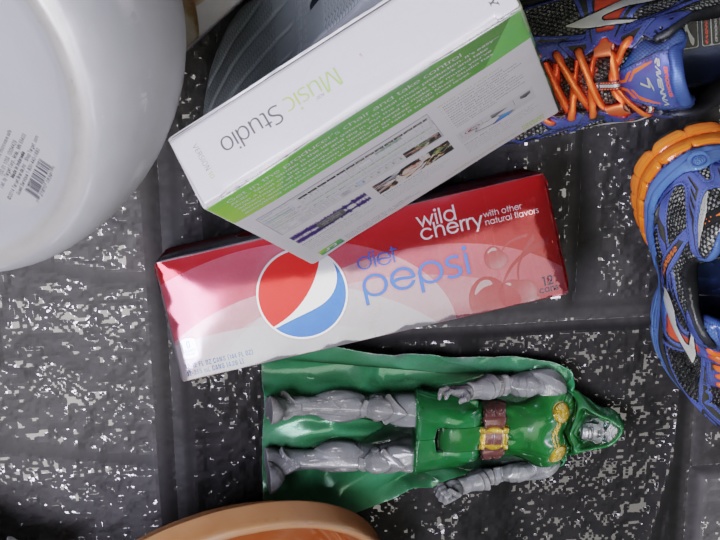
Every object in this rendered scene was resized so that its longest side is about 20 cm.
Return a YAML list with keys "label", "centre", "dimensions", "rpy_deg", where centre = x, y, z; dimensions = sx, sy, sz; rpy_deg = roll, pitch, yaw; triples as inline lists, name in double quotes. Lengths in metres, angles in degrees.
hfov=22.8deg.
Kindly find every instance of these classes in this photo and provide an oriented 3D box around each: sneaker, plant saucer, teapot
- label: "sneaker"
  centre: [0.188, 0.022, 0.921]
  dimensions: [0.075, 0.079, 0.200]
  rpy_deg: [-23, 129, 5]
- label: "sneaker"
  centre: [-0.008, -0.098, 0.808]
  dimensions: [0.071, 0.073, 0.200]
  rpy_deg: [10, 158, -28]
- label: "plant saucer"
  centre: [-0.081, 0.185, 0.969]
  dimensions: [0.200, 0.032, 0.201]
  rpy_deg: [-16, 143, -13]
- label: "sneaker"
  centre: [0.132, -0.105, 0.873]
  dimensions: [0.199, 0.078, 0.076]
  rpy_deg: [-18, 115, 2]
- label: "teapot"
  centre: [-0.143, -0.109, 0.698]
  dimensions: [0.199, 0.146, 0.198]
  rpy_deg: [-3, 121, 27]

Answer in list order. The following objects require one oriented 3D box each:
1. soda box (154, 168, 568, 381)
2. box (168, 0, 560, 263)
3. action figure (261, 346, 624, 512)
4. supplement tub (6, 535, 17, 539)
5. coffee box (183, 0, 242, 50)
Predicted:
- label: "soda box"
  centre: [0.000, 0.000, 0.905]
  dimensions: [0.199, 0.070, 0.064]
  rpy_deg: [-13, 96, -1]
- label: "box"
  centre: [0.011, -0.063, 0.764]
  dimensions: [0.144, 0.200, 0.036]
  rpy_deg: [-32, 81, 5]
- label: "action figure"
  centre: [0.047, 0.086, 0.970]
  dimensions: [0.199, 0.055, 0.119]
  rpy_deg: [-3, 113, -10]
- label: "supplement tub"
  centre: [-0.273, 0.191, 0.928]
  dimensions: [0.199, 0.145, 0.145]
  rpy_deg: [8, 114, -10]
- label: "coffee box"
  centre: [-0.072, -0.176, 0.776]
  dimensions: [0.200, 0.080, 0.114]
  rpy_deg: [-38, 99, 27]
